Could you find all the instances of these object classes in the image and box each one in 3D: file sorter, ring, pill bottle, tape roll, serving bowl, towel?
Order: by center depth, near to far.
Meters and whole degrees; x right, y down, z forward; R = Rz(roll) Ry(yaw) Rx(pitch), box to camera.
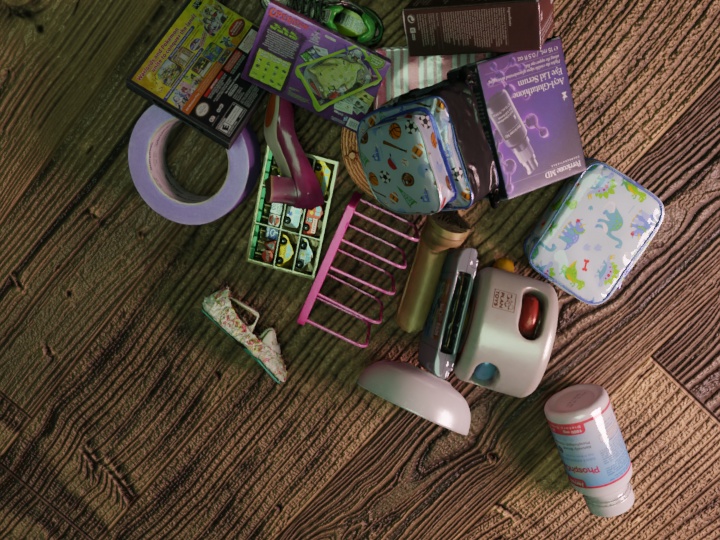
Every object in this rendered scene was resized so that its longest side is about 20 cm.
[{"bbox_3d":[0.117,-0.276,1.097,0.196,0.030,0.150,-4,100,2],"label":"towel"},{"bbox_3d":[0.000,0.000,1.134,0.124,0.139,0.203,24,104,-3],"label":"file sorter"},{"bbox_3d":[0.064,-0.207,1.140,0.196,0.019,0.205,1,104,4],"label":"ring"},{"bbox_3d":[-0.266,-0.181,1.143,0.196,0.085,0.204,1,103,6],"label":"tape roll"},{"bbox_3d":[0.095,0.196,1.153,0.197,0.200,0.067,26,84,-1],"label":"serving bowl"},{"bbox_3d":[0.390,0.303,1.186,0.107,0.109,0.203,-21,100,10],"label":"pill bottle"}]

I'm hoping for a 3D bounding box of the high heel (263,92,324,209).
[{"bbox_3d":[-0.102,-0.200,1.123,0.094,0.067,0.205,3,90,-26],"label":"high heel"}]

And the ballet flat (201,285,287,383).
[{"bbox_3d":[-0.186,0.107,1.213,0.064,0.076,0.200,-45,100,-3],"label":"ballet flat"}]

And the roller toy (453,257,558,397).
[{"bbox_3d":[0.220,0.092,1.112,0.137,0.183,0.204,15,105,2],"label":"roller toy"}]

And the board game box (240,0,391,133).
[{"bbox_3d":[-0.067,-0.302,1.056,0.197,0.033,0.121,23,121,-13],"label":"board game box"}]

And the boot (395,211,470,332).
[{"bbox_3d":[0.108,0.006,1.102,0.065,0.175,0.203,17,107,1],"label":"boot"}]

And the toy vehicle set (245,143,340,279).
[{"bbox_3d":[-0.114,-0.098,1.178,0.122,0.027,0.204,13,104,2],"label":"toy vehicle set"}]

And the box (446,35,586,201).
[{"bbox_3d":[0.232,-0.222,1.052,0.146,0.104,0.204,-21,103,-15],"label":"box"}]

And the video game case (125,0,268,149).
[{"bbox_3d":[-0.227,-0.311,1.082,0.179,0.026,0.202,30,69,-3],"label":"video game case"}]

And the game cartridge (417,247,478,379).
[{"bbox_3d":[0.137,0.064,1.130,0.041,0.133,0.204,14,88,-11],"label":"game cartridge"}]

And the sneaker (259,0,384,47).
[{"bbox_3d":[-0.059,-0.396,1.072,0.196,0.085,0.079,16,104,2],"label":"sneaker"}]

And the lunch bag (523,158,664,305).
[{"bbox_3d":[0.367,-0.058,1.115,0.159,0.083,0.202,30,104,-2],"label":"lunch bag"}]

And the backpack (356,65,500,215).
[{"bbox_3d":[0.084,-0.166,1.016,0.153,0.189,0.204,-26,107,-33],"label":"backpack"}]

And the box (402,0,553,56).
[{"bbox_3d":[0.170,-0.363,1.014,0.196,0.101,0.076,5,128,27],"label":"box"}]
